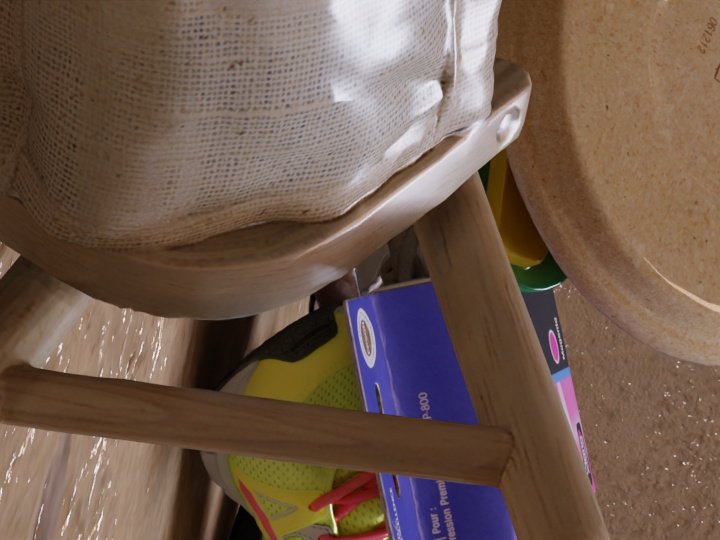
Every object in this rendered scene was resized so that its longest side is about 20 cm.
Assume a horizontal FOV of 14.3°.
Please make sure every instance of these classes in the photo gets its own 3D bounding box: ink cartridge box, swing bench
[{"bbox_3d":[0.040,0.046,0.976,0.200,0.037,0.095,-14,92,-74],"label":"ink cartridge box"},{"bbox_3d":[0.000,-0.090,0.472,0.200,0.130,0.199,-81,179,-50],"label":"swing bench"}]

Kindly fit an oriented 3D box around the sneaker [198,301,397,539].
[{"bbox_3d":[0.004,0.093,0.983,0.078,0.090,0.200,-31,140,-18],"label":"sneaker"}]

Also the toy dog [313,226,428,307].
[{"bbox_3d":[0.000,0.000,1.115,0.200,0.096,0.132,-24,131,-66],"label":"toy dog"}]

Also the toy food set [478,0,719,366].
[{"bbox_3d":[0.116,-0.067,0.979,0.049,0.198,0.200,-8,-111,54],"label":"toy food set"}]

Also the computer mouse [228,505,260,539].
[{"bbox_3d":[-0.016,0.134,1.114,0.053,0.138,0.200,28,65,-45],"label":"computer mouse"}]

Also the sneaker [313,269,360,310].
[{"bbox_3d":[0.030,0.025,1.333,0.200,0.099,0.071,95,10,-51],"label":"sneaker"}]
